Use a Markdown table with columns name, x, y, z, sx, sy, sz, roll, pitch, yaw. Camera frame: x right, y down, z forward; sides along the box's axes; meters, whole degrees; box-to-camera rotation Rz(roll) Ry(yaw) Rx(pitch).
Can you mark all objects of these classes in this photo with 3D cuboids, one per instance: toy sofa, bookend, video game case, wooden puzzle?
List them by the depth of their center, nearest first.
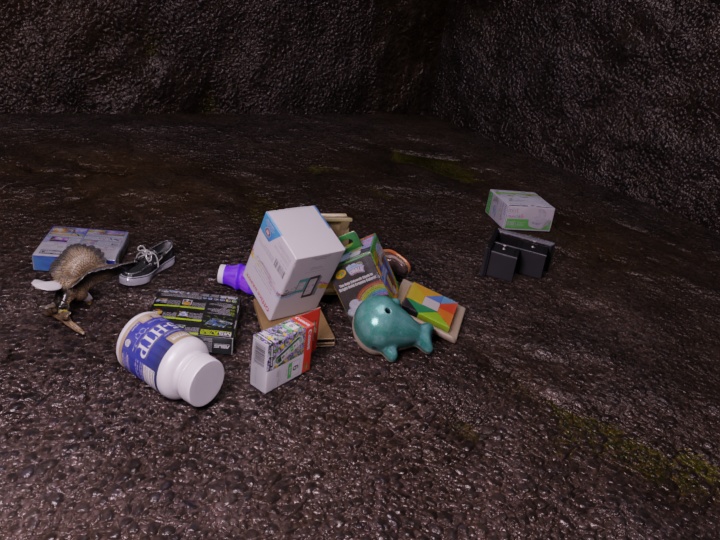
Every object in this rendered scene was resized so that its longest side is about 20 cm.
| name | x | y | z | sx | sy | sz | roll | pitch | yaw |
| --- | --- | --- | --- | --- | --- | --- | --- | --- | --- |
| wooden puzzle | 0.172 | 0.092 | 1.649 | 0.181 | 0.038 | 0.200 | 25 | 25 | 6 |
| video game case | -0.710 | -0.052 | 1.686 | 0.193 | 0.047 | 0.183 | 4 | 26 | -10 |
| toy sofa | -0.073 | -0.043 | 1.693 | 0.080 | 0.207 | 0.097 | -2 | 11 | -18 |
| bookend | 0.480 | -0.037 | 2.005 | 0.193 | 0.095 | 0.200 | 16 | 26 | 16 |

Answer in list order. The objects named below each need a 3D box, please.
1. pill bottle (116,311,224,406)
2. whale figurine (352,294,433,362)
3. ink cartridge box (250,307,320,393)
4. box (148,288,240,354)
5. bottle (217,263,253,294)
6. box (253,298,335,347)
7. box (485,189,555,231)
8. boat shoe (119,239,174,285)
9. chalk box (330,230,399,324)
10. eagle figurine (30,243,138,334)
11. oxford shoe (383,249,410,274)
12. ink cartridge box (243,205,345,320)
| name | x | y | z | sx | sy | sz | roll | pitch | yaw |
| --- | --- | --- | --- | --- | --- | --- | --- | --- | --- |
| pill bottle | -0.354 | 0.170 | 1.238 | 0.196 | 0.123 | 0.119 | 23 | 28 | 29 |
| whale figurine | 0.080 | 0.125 | 1.479 | 0.194 | 0.105 | 0.163 | 15 | 53 | -9 |
| ink cartridge box | -0.137 | 0.159 | 1.348 | 0.049 | 0.112 | 0.198 | 24 | 28 | 32 |
| box | -0.368 | 0.110 | 1.455 | 0.193 | 0.049 | 0.195 | 6 | 27 | -9 |
| bottle | -0.259 | 0.024 | 1.652 | 0.193 | 0.067 | 0.084 | 10 | 25 | 2 |
| box | -0.159 | 0.118 | 1.535 | 0.158 | 0.022 | 0.201 | 0 | 26 | -19 |
| box | 0.593 | -0.226 | 2.449 | 0.193 | 0.100 | 0.177 | 2 | 26 | -16 |
| boat shoe | -0.534 | -0.024 | 1.657 | 0.072 | 0.070 | 0.199 | 17 | 26 | 20 |
| chalk box | 0.000 | 0.000 | 1.590 | 0.122 | 0.205 | 0.125 | -19 | 18 | 16 |
| eagle figurine | -0.608 | 0.022 | 1.439 | 0.150 | 0.203 | 0.150 | 36 | -24 | -14 |
| oxford shoe | 0.049 | -0.019 | 1.871 | 0.195 | 0.073 | 0.073 | 17 | 45 | 27 |
| ink cartridge box | -0.157 | -0.017 | 1.509 | 0.143 | 0.202 | 0.148 | -12 | 54 | -40 |
